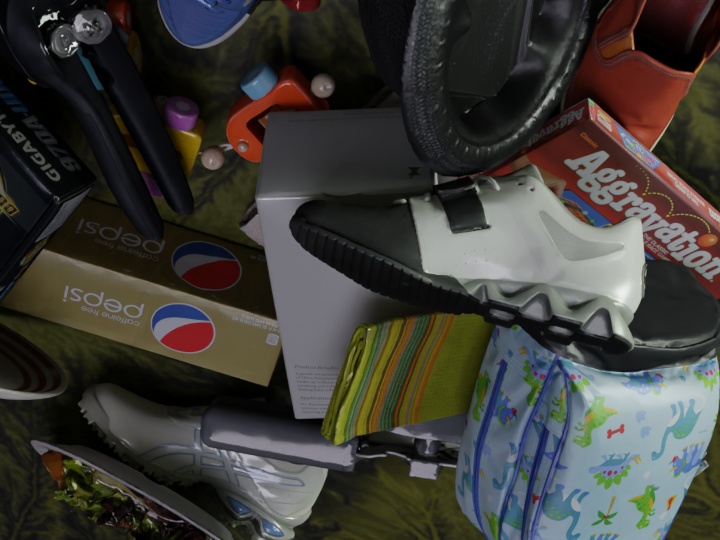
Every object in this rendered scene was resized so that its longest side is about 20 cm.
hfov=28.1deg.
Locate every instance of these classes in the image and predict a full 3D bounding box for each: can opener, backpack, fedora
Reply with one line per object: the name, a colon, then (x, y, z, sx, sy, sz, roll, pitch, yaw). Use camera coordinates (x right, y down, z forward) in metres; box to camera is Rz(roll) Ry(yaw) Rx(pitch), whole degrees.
can opener: (-0.152, -0.103, 0.861, 0.063, 0.079, 0.200, -42, 127, -14)
can opener: (-0.013, 0.107, 1.037, 0.199, 0.053, 0.067, 9, 99, 4)
backpack: (0.139, 0.105, 0.908, 0.163, 0.154, 0.200, 3, 130, -36)
fedora: (0.058, -0.158, 0.804, 0.091, 0.200, 0.201, 28, 138, 33)

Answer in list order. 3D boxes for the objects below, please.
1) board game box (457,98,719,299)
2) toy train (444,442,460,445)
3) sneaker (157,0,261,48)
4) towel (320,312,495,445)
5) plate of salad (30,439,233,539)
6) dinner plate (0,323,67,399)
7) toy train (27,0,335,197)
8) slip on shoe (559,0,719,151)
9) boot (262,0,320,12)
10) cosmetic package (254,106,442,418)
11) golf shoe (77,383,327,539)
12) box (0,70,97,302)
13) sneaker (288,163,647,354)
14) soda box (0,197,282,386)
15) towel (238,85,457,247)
board game box: (0.165, -0.029, 0.920, 0.103, 0.020, 0.200, -30, 132, 34)
toy train: (0.032, 0.087, 1.058, 0.200, 0.034, 0.046, 34, 122, -18)
sneaker: (-0.076, -0.180, 0.752, 0.076, 0.077, 0.200, 30, 145, -2)
towel: (0.067, 0.059, 0.914, 0.199, 0.018, 0.086, -7, 128, -38)
plate of salad: (-0.171, 0.190, 1.106, 0.199, 0.048, 0.200, 26, 161, 10)
dinner plate: (-0.296, 0.046, 0.983, 0.200, 0.200, 0.024, 27, 95, -12)
toy train: (-0.115, -0.129, 0.900, 0.150, 0.056, 0.200, -35, 118, 27)
slip on shoe: (0.171, -0.127, 0.850, 0.074, 0.061, 0.200, 17, 130, -8)
boot: (-0.019, -0.216, 0.791, 0.199, 0.073, 0.145, -6, 128, 34)
cosmetic package: (0.000, 0.000, 0.913, 0.107, 0.085, 0.201, -1, 133, 4)
golf shoe: (-0.115, 0.124, 1.103, 0.200, 0.078, 0.097, 32, 101, -15)
box: (-0.282, -0.076, 0.924, 0.200, 0.046, 0.159, 48, 124, 2)
sneaker: (0.062, -0.021, 0.802, 0.199, 0.089, 0.074, 15, 167, -2)
soda box: (-0.146, 0.010, 1.002, 0.199, 0.068, 0.064, 17, 129, -4)
towel: (0.029, -0.046, 0.953, 0.132, 0.035, 0.200, 38, 124, -20)
